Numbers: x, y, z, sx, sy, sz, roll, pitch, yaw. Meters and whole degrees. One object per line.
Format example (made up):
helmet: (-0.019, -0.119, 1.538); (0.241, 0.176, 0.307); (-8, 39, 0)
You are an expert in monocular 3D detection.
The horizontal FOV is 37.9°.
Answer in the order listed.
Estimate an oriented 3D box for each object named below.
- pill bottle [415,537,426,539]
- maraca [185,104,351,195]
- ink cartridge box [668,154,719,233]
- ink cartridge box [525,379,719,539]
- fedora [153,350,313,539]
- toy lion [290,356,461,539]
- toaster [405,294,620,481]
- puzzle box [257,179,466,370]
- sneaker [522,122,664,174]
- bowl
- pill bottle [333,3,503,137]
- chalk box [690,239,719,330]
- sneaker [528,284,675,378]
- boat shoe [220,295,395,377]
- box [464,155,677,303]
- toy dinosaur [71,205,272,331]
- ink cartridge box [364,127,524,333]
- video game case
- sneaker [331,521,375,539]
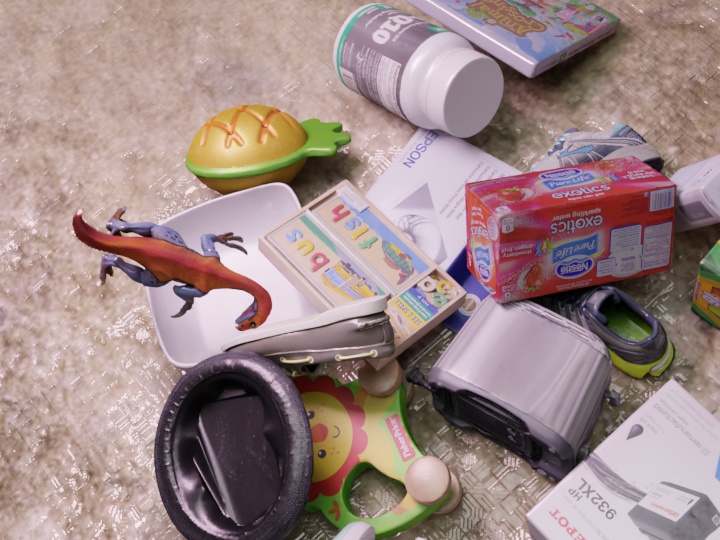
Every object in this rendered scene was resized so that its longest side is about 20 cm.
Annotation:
pill bottle: (0.037, 0.358, 0.969); (0.113, 0.114, 0.201); (29, 73, 23)
maraca: (-0.112, -0.148, 1.261); (0.199, 0.108, 0.137); (-12, 32, -10)
ink cartridge box: (0.400, -0.121, 1.104); (0.200, 0.160, 0.047); (-42, 92, -9)
ink cartridge box: (0.278, 0.228, 0.999); (0.200, 0.084, 0.145); (-40, 62, -8)
fedora: (-0.114, 0.186, 1.064); (0.199, 0.092, 0.202); (-6, 75, 22)
toy lion: (-0.017, 0.191, 1.101); (0.191, 0.069, 0.201); (-29, 62, 5)
toaster: (0.160, 0.110, 1.069); (0.199, 0.114, 0.129); (27, 67, 25)
puzzle box: (0.000, 0.000, 1.135); (0.133, 0.025, 0.200); (-36, 66, -26)
sneaker: (0.235, -0.111, 1.182); (0.199, 0.078, 0.087); (-17, 56, -15)
bowl: (-0.140, 0.017, 1.202); (0.199, 0.075, 0.201); (-19, 61, 2)
pill bottle: (0.067, -0.235, 1.234); (0.113, 0.113, 0.200); (-45, 47, -11)
chalk box: (0.449, 0.029, 1.038); (0.200, 0.125, 0.124); (38, 76, 27)
sneaker: (0.240, 0.035, 1.105); (0.199, 0.081, 0.074); (28, 72, 23)
boat shoe: (-0.056, 0.076, 1.064); (0.201, 0.072, 0.061); (-16, 92, 30)
box: (0.214, -0.045, 1.086); (0.199, 0.100, 0.096); (-11, 27, -13)
toy dinosaur: (-0.186, 0.010, 1.095); (0.180, 0.200, 0.106); (20, 98, 13)
ink cartridge box: (0.097, -0.052, 1.203); (0.199, 0.041, 0.200); (32, 74, 24)
video game case: (0.186, -0.318, 1.274); (0.200, 0.022, 0.182); (38, 50, 25)
sneaker: (-0.083, 0.299, 1.038); (0.201, 0.074, 0.118); (-48, 63, 0)
